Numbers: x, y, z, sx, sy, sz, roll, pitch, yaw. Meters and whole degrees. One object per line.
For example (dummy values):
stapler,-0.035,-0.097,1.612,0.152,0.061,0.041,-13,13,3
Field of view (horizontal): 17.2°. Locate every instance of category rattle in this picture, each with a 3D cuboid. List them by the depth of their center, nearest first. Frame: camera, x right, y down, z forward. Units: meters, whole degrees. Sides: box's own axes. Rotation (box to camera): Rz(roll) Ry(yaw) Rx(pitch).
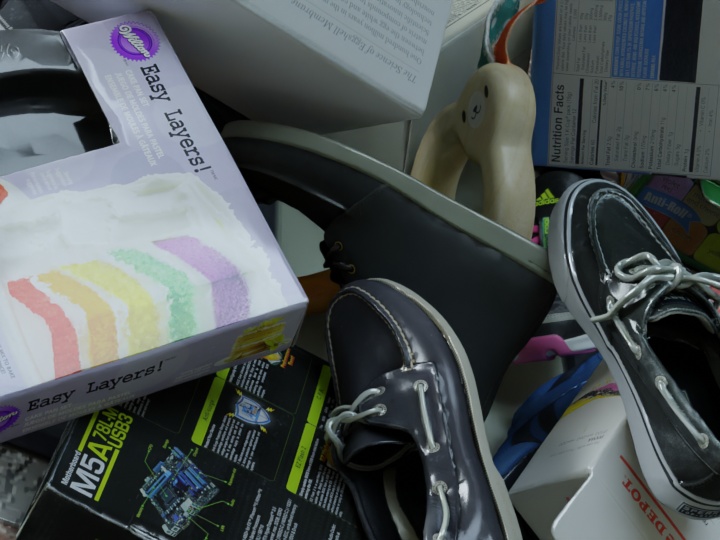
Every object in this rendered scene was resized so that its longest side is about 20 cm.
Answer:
rattle,0.031,-0.074,1.345,0.143,0.200,0.130,8,20,-9

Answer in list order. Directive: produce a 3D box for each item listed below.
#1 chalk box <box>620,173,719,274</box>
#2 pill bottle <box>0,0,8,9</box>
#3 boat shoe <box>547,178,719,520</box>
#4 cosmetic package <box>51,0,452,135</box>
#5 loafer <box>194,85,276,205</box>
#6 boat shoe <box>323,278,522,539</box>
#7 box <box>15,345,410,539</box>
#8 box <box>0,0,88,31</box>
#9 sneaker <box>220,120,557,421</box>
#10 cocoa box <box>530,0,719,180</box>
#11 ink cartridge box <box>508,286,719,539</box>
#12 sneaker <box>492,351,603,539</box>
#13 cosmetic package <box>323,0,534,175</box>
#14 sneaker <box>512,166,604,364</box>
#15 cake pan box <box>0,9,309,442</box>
chalk box,0.257,-0.073,1.618,0.125,0.124,0.200,30,33,-7
pill bottle,-0.248,-0.161,1.231,0.120,0.120,0.200,39,57,10
boat shoe,0.152,0.025,1.205,0.074,0.068,0.200,0,55,-19
cosmetic package,-0.049,-0.203,1.267,0.199,0.123,0.200,30,66,-36
loafer,-0.109,-0.111,1.340,0.201,0.070,0.068,48,31,-22
boat shoe,0.017,0.079,1.161,0.063,0.073,0.200,11,43,-39
box,-0.053,0.105,1.174,0.193,0.048,0.200,26,32,-6
box,-0.203,-0.207,1.403,0.161,0.049,0.200,-34,67,-22
sneaker,0.000,0.000,1.266,0.200,0.106,0.075,26,-6,3
cocoa box,0.176,-0.159,1.469,0.131,0.134,0.200,4,30,7
ink cartridge box,0.156,0.116,1.254,0.117,0.067,0.200,53,50,-13
sneaker,0.106,0.105,1.315,0.200,0.078,0.066,-39,112,-42
cosmetic package,0.028,-0.129,1.497,0.103,0.087,0.200,16,26,22
sneaker,0.115,-0.011,1.421,0.074,0.088,0.200,-6,21,18
cake pan box,-0.148,-0.026,1.148,0.184,0.052,0.200,-15,62,-25
